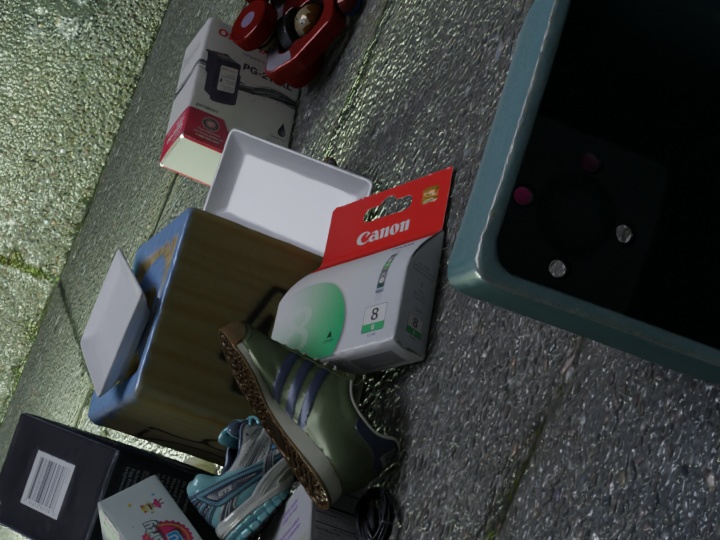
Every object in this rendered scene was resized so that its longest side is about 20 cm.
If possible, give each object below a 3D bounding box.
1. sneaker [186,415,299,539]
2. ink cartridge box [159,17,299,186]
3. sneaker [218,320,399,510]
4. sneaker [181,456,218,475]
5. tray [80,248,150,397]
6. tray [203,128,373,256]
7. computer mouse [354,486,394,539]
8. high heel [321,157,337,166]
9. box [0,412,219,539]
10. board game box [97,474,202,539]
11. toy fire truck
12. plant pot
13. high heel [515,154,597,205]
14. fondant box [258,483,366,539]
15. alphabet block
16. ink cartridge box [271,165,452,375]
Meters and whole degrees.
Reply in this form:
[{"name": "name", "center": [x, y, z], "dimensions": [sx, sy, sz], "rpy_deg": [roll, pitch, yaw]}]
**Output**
[{"name": "sneaker", "center": [-0.076, 0.153, 1.448], "dimensions": [0.200, 0.086, 0.078], "rpy_deg": [-48, -4, -32]}, {"name": "ink cartridge box", "center": [-0.164, -0.207, 2.089], "dimensions": [0.084, 0.144, 0.201], "rpy_deg": [-43, 31, 49]}, {"name": "sneaker", "center": [-0.040, 0.110, 1.386], "dimensions": [0.201, 0.089, 0.067], "rpy_deg": [53, 159, 34]}, {"name": "sneaker", "center": [-0.199, 0.304, 1.779], "dimensions": [0.085, 0.072, 0.201], "rpy_deg": [44, 114, 48]}, {"name": "tray", "center": [-0.236, 0.050, 1.568], "dimensions": [0.108, 0.022, 0.200], "rpy_deg": [-68, 18, 7]}, {"name": "tray", "center": [-0.075, -0.070, 1.692], "dimensions": [0.199, 0.022, 0.108], "rpy_deg": [23, 97, 33]}, {"name": "computer mouse", "center": [0.009, 0.251, 1.277], "dimensions": [0.059, 0.034, 0.201], "rpy_deg": [-40, 25, 35]}, {"name": "high heel", "center": [-0.071, -0.079, 1.799], "dimensions": [0.143, 0.071, 0.201], "rpy_deg": [-94, 25, -50]}, {"name": "box", "center": [-0.236, 0.238, 1.629], "dimensions": [0.196, 0.199, 0.118], "rpy_deg": [11, 79, 49]}, {"name": "board game box", "center": [-0.170, 0.308, 1.451], "dimensions": [0.148, 0.064, 0.201], "rpy_deg": [47, 149, 37]}, {"name": "toy fire truck", "center": [-0.063, -0.335, 2.029], "dimensions": [0.167, 0.112, 0.201], "rpy_deg": [-29, 40, 35]}, {"name": "plant pot", "center": [0.155, -0.045, 0.935], "dimensions": [0.200, 0.195, 0.197], "rpy_deg": [148, 141, -76]}, {"name": "high heel", "center": [0.118, -0.078, 1.206], "dimensions": [0.200, 0.095, 0.068], "rpy_deg": [-12, 58, 69]}, {"name": "fondant box", "center": [-0.052, 0.291, 1.353], "dimensions": [0.145, 0.058, 0.201], "rpy_deg": [-55, 22, 38]}, {"name": "alphabet block", "center": [-0.131, 0.078, 1.591], "dimensions": [0.195, 0.199, 0.198], "rpy_deg": [-24, 47, 64]}, {"name": "ink cartridge box", "center": [0.000, 0.000, 1.460], "dimensions": [0.160, 0.050, 0.202], "rpy_deg": [-17, 53, 40]}]
